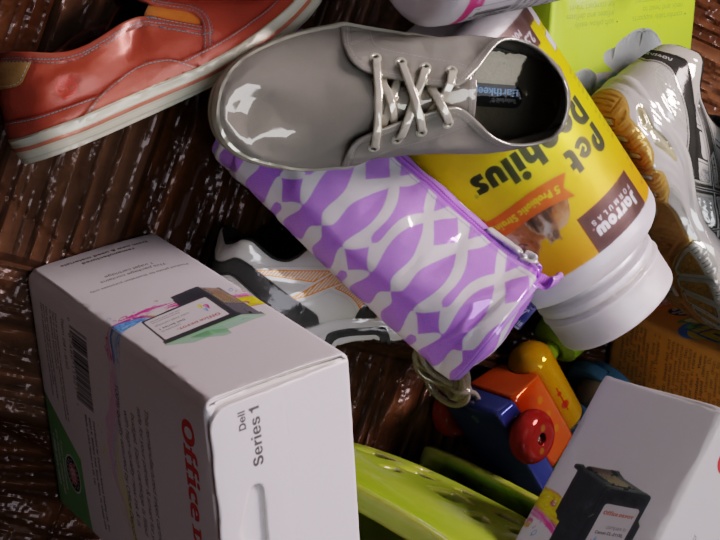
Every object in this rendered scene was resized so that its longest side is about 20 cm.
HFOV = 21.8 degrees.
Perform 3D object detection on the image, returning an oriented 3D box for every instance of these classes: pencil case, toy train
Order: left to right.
[{"bbox_3d":[0.013,-0.030,1.012,0.200,0.084,0.086,41,117,-1],"label":"pencil case"},{"bbox_3d":[0.105,0.064,1.184,0.116,0.084,0.201,-50,129,-23],"label":"toy train"}]

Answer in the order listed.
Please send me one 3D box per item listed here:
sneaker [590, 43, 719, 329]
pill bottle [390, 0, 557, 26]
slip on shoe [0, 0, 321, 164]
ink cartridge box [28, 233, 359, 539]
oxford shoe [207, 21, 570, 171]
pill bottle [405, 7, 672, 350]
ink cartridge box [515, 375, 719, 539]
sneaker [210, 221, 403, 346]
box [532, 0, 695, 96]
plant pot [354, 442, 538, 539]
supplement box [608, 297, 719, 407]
[{"bbox_3d":[0.208,-0.050,1.155,0.088,0.075,0.201,-45,131,-20],"label":"sneaker"},{"bbox_3d":[0.108,-0.201,0.979,0.198,0.113,0.114,-15,116,-24],"label":"pill bottle"},{"bbox_3d":[-0.100,-0.121,0.967,0.199,0.074,0.062,-29,105,-25],"label":"slip on shoe"},{"bbox_3d":[-0.087,0.085,0.968,0.083,0.200,0.146,-18,117,-29],"label":"ink cartridge box"},{"bbox_3d":[0.021,-0.089,0.956,0.198,0.058,0.076,-3,98,-18],"label":"oxford shoe"},{"bbox_3d":[0.095,-0.055,1.072,0.109,0.109,0.201,-41,107,-16],"label":"pill bottle"},{"bbox_3d":[0.146,0.182,1.019,0.201,0.082,0.146,-59,138,-18],"label":"ink cartridge box"},{"bbox_3d":[0.000,0.000,1.083,0.199,0.073,0.081,-13,110,-34],"label":"sneaker"},{"bbox_3d":[0.145,-0.089,1.172,0.121,0.048,0.202,-11,113,-32],"label":"box"},{"bbox_3d":[0.037,0.213,1.116,0.180,0.199,0.201,2,104,-43],"label":"plant pot"},{"bbox_3d":[0.246,0.076,1.210,0.066,0.199,0.070,-9,109,-33],"label":"supplement box"}]
